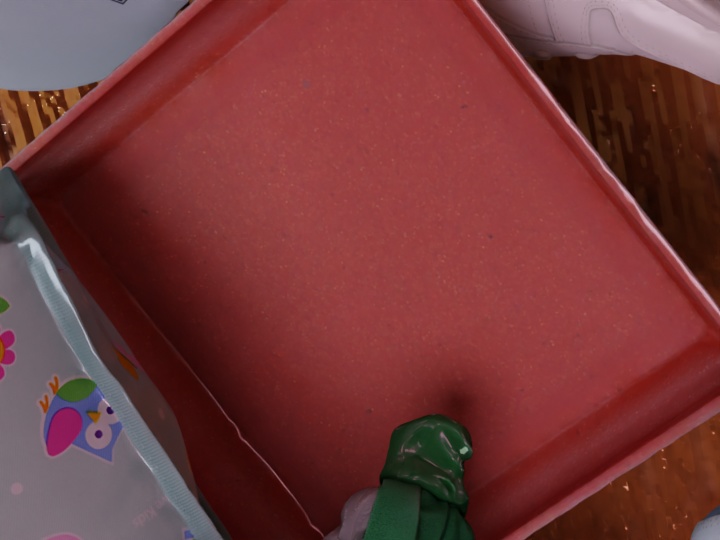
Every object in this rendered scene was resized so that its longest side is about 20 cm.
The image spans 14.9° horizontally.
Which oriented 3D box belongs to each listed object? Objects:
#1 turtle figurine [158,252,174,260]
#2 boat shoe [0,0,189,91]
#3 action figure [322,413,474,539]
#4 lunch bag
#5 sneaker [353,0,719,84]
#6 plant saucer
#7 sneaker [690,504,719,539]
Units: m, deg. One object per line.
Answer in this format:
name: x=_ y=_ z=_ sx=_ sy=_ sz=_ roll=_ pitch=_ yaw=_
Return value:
turtle figurine: x=-0.014 y=0.058 z=0.974 sx=0.199 sy=0.064 sz=0.162 roll=-4 pitch=105 yaw=19
boat shoe: x=-0.083 y=-0.113 z=0.903 sx=0.069 sy=0.057 sz=0.200 roll=22 pitch=153 yaw=-28
action figure: x=-0.009 y=0.135 z=0.840 sx=0.055 sy=0.200 sz=0.118 roll=13 pitch=159 yaw=31
lunch bag: x=-0.127 y=0.098 z=0.867 sx=0.170 sy=0.122 sz=0.200 roll=-30 pitch=106 yaw=-4
sneaker: x=0.049 y=-0.099 z=0.890 sx=0.200 sy=0.075 sz=0.100 roll=27 pitch=124 yaw=13
plant saucer: x=0.000 y=0.000 z=0.887 sx=0.200 sy=0.037 sz=0.200 roll=-37 pitch=93 yaw=31
sneaker: x=0.155 y=0.015 z=0.825 sx=0.131 sy=0.200 sz=0.080 roll=63 pitch=151 yaw=3
